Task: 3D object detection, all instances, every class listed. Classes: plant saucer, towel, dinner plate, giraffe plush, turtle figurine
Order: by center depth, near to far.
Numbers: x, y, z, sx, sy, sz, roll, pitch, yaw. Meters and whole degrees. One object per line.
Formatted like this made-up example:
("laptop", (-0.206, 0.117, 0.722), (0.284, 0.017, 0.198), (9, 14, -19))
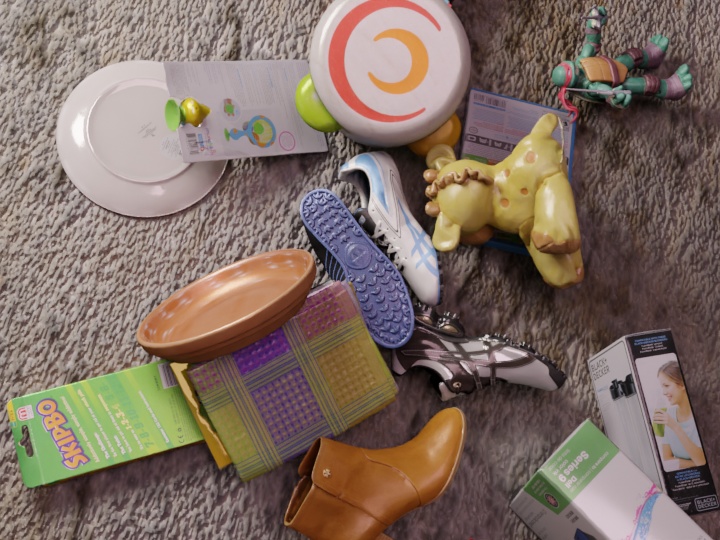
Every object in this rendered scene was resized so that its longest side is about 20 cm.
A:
("towel", (-0.065, 0.114, 1.099), (0.199, 0.023, 0.144), (-29, 100, -18))
("plant saucer", (-0.134, 0.039, 1.100), (0.200, 0.200, 0.038), (-30, 109, -20))
("giraffe plush", (0.157, -0.075, 1.199), (0.161, 0.201, 0.173), (-9, 36, 10))
("dinner plate", (-0.248, -0.158, 1.222), (0.199, 0.024, 0.201), (4, 71, -12))
("turtle figurine", (0.313, -0.255, 1.335), (0.199, 0.101, 0.151), (-5, 70, -26))

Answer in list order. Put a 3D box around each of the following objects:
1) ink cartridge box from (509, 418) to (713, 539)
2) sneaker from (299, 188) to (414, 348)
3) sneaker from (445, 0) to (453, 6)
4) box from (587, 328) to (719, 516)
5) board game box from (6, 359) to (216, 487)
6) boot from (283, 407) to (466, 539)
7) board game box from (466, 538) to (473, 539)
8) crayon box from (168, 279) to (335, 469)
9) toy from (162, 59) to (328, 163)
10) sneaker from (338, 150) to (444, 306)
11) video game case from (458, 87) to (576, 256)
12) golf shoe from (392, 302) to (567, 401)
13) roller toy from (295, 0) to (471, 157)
("ink cartridge box", (0.266, 0.271, 1.102), (0.200, 0.146, 0.087), (43, 68, 14))
("sneaker", (0.000, 0.000, 1.186), (0.070, 0.078, 0.201), (-30, 78, -1))
("sneaker", (0.076, -0.365, 1.334), (0.095, 0.079, 0.201), (17, 68, -4))
("box", (0.322, 0.177, 1.179), (0.060, 0.117, 0.201), (-7, 74, -12))
("board game box", (-0.259, 0.156, 1.107), (0.199, 0.030, 0.096), (-13, 74, -19))
("boot", (0.016, 0.204, 1.108), (0.144, 0.071, 0.202), (35, 74, -21))
("board game box", (0.070, 0.395, 1.084), (0.199, 0.046, 0.152), (-29, 79, -20))
("crayon box", (-0.093, 0.109, 1.134), (0.199, 0.051, 0.128), (-26, 91, -20))
("toy", (-0.138, -0.182, 1.228), (0.199, 0.047, 0.116), (-9, 85, -42))
("sneaker", (0.036, -0.044, 1.218), (0.072, 0.072, 0.201), (-21, 74, -17))
("video game case", (0.190, -0.119, 1.306), (0.142, 0.018, 0.201), (13, 69, -8))
("golf shoe", (0.128, 0.111, 1.189), (0.199, 0.078, 0.095), (20, 78, 3))
("roller toy", (0.034, -0.236, 1.233), (0.199, 0.140, 0.184), (12, 92, -3))
